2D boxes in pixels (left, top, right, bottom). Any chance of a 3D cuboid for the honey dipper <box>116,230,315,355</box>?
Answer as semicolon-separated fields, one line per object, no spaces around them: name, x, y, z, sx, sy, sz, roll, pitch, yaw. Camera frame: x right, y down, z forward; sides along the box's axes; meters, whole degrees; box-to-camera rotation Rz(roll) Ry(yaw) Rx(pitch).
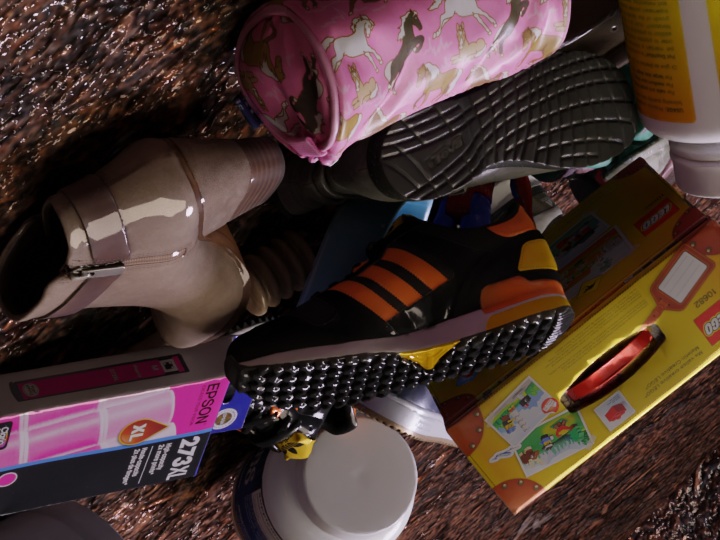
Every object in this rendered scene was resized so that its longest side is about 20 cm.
honey dipper;-0.113;0.040;1.284;0.200;0.038;0.038;-33;160;-22

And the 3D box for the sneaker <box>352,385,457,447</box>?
sneaker;0.056;0.059;1.477;0.109;0.070;0.200;-65;167;1

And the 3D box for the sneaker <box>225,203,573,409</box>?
sneaker;0.015;0.016;1.206;0.199;0.090;0.070;-11;157;-11

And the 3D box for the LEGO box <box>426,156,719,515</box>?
LEGO box;0.136;0.035;1.312;0.200;0.077;0.149;-38;-161;4

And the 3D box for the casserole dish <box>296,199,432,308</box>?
casserole dish;0.000;0.000;1.334;0.200;0.039;0.122;-25;138;-78

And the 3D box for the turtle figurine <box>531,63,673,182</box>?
turtle figurine;0.177;-0.103;1.433;0.150;0.101;0.200;-47;169;20

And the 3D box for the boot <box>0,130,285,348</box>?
boot;-0.125;-0.004;1.124;0.146;0.070;0.200;-21;153;-35

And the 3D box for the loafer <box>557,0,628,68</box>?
loafer;0.141;-0.156;1.315;0.199;0.068;0.076;-23;-164;-16

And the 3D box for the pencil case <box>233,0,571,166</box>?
pencil case;0.027;-0.124;1.121;0.200;0.083;0.087;-28;157;-40

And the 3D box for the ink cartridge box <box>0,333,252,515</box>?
ink cartridge box;-0.139;0.089;1.245;0.199;0.037;0.095;-11;141;-32

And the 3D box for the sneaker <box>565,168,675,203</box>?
sneaker;0.233;-0.122;1.583;0.098;0.071;0.201;-25;157;-43

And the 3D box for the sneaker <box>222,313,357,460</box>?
sneaker;-0.060;0.081;1.374;0.070;0.090;0.200;-26;173;28

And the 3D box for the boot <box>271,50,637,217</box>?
boot;0.052;-0.079;1.245;0.199;0.068;0.130;-15;-175;-32

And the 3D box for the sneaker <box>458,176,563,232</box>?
sneaker;0.083;0.026;1.510;0.075;0.116;0.200;-21;162;-48

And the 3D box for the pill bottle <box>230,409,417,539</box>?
pill bottle;-0.024;0.160;1.547;0.111;0.111;0.200;-36;178;-19

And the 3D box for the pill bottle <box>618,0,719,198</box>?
pill bottle;0.206;-0.148;1.242;0.109;0.109;0.201;-28;116;-36

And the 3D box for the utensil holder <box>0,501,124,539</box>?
utensil holder;-0.239;0.252;1.293;0.200;0.170;0.170;-23;155;-43

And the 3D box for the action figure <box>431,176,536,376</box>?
action figure;0.070;-0.018;1.328;0.099;0.065;0.201;55;44;-54
